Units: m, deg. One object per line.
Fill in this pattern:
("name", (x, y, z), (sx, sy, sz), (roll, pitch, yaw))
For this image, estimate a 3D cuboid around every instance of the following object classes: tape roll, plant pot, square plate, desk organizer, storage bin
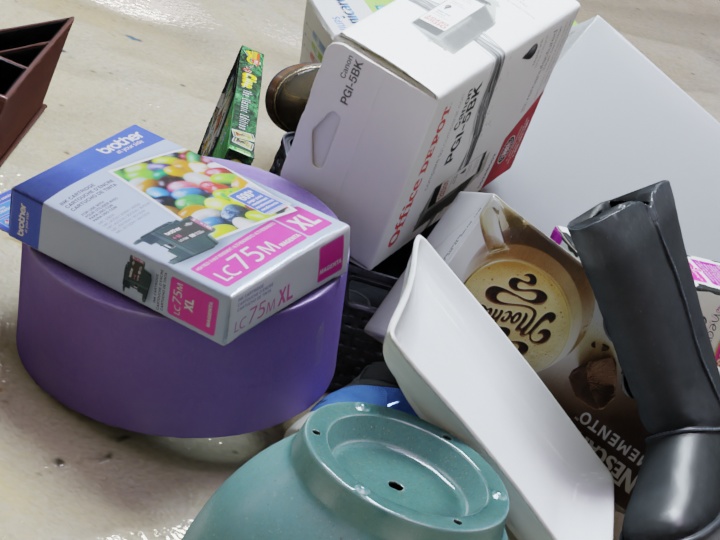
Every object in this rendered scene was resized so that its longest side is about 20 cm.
("tape roll", (-0.109, 0.013, 1.644), (0.199, 0.085, 0.200), (5, 31, -3))
("plant pot", (0.002, 0.156, 1.439), (0.200, 0.134, 0.200), (19, 24, -9))
("square plate", (0.078, 0.087, 1.560), (0.198, 0.028, 0.200), (52, 15, -10))
("desk organizer", (-0.264, -0.129, 1.878), (0.072, 0.077, 0.200), (23, 23, -1))
("storage bin", (0.000, 0.000, 1.829), (0.135, 0.094, 0.200), (17, 23, -15))

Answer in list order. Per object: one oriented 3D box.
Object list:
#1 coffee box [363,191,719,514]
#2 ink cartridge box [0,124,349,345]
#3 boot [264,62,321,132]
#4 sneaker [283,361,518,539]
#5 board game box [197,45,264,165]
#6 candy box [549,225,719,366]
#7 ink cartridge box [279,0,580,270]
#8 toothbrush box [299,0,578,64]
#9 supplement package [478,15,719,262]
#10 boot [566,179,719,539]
("coffee box", (0.119, 0.053, 1.709), (0.200, 0.113, 0.080), (37, -6, -14))
("ink cartridge box", (-0.120, -0.030, 1.595), (0.200, 0.042, 0.119), (24, 34, 28))
("boot", (0.039, -0.129, 1.912), (0.199, 0.075, 0.097), (-15, 12, -13))
("sneaker", (0.062, 0.121, 1.610), (0.200, 0.077, 0.111), (29, 50, 26))
("board game box", (-0.098, -0.077, 1.888), (0.023, 0.105, 0.200), (23, 23, -10))
("candy box", (0.202, 0.058, 1.835), (0.199, 0.137, 0.061), (11, 23, -26))
("ink cartridge box", (0.044, -0.107, 1.757), (0.083, 0.147, 0.200), (33, 37, 16))
("toothbrush box", (0.057, -0.130, 2.035), (0.199, 0.146, 0.086), (-2, 30, -17))
("supplement package", (0.183, -0.058, 1.940), (0.200, 0.156, 0.111), (41, -7, -7))
("boot", (0.173, 0.059, 1.610), (0.065, 0.201, 0.165), (-11, 10, 21))
